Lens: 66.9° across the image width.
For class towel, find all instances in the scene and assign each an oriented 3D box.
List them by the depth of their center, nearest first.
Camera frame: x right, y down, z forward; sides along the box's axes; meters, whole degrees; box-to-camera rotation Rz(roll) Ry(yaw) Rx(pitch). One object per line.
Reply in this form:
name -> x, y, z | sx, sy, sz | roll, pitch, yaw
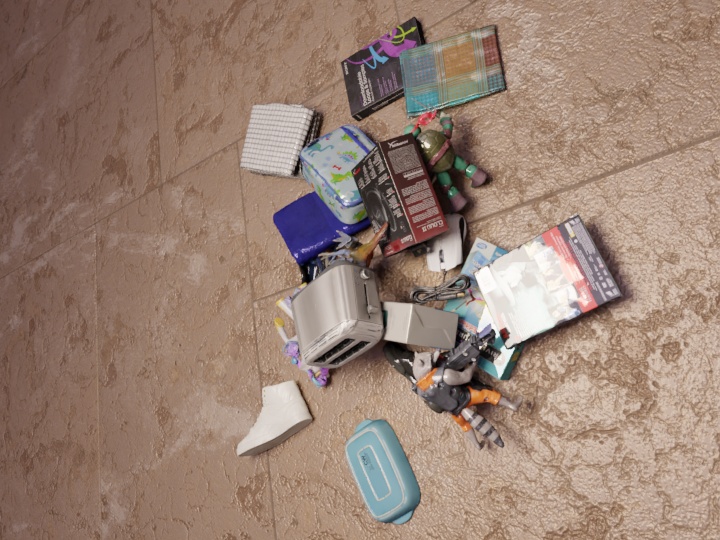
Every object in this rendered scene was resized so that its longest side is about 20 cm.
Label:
towel -> 0.176, -0.393, 1.073 | 0.196, 0.022, 0.150 | -11, 76, 19
towel -> -0.077, -0.109, 1.161 | 0.198, 0.050, 0.149 | -30, 58, -5
towel -> -0.187, -0.305, 1.295 | 0.197, 0.085, 0.169 | 13, 88, 37

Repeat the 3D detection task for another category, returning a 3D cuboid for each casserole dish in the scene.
casserole dish -> 0.035, 0.387, 1.050 | 0.121, 0.039, 0.202 | -38, 62, 22

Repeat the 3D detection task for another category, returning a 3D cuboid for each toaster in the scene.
toaster -> -0.046, 0.085, 0.958 | 0.199, 0.112, 0.131 | -36, 52, 34

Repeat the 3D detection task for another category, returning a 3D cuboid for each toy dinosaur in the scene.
toy dinosaur -> 0.000, 0.000, 1.059 | 0.196, 0.181, 0.107 | -11, 70, 25

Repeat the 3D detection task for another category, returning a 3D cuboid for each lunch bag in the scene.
lunch bag -> -0.021, -0.206, 1.129 | 0.159, 0.083, 0.201 | -30, 61, -18

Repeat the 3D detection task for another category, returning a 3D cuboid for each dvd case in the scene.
dvd case -> 0.297, 0.021, 0.889 | 0.198, 0.022, 0.148 | -31, 68, 23

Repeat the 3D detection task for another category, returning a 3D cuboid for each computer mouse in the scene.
computer mouse -> 0.149, -0.034, 0.994 | 0.108, 0.044, 0.203 | -13, 49, 29

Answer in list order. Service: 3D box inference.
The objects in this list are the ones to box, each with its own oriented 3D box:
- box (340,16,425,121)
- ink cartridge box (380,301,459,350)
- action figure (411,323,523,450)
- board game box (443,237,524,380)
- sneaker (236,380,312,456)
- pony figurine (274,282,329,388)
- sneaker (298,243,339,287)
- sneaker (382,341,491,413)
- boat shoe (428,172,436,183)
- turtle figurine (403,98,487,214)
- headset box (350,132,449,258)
box -> 0.053, -0.433, 1.180 | 0.197, 0.036, 0.146 | -22, 70, 30
ink cartridge box -> 0.069, 0.096, 0.994 | 0.198, 0.114, 0.069 | 0, 79, 56
action figure -> 0.172, 0.189, 0.892 | 0.192, 0.105, 0.201 | 34, 123, -2
board game box -> 0.233, 0.066, 0.965 | 0.150, 0.047, 0.203 | 28, 98, 34
sneaker -> -0.203, 0.322, 1.207 | 0.198, 0.073, 0.117 | -33, 63, 14
pony figurine -> -0.093, 0.134, 1.118 | 0.202, 0.165, 0.193 | 58, 141, 7
sneaker -> -0.095, -0.033, 1.186 | 0.074, 0.078, 0.205 | -9, 77, 31
sneaker -> 0.136, 0.179, 1.006 | 0.200, 0.060, 0.105 | 48, 110, 24
boat shoe -> 0.108, -0.161, 1.080 | 0.073, 0.060, 0.203 | 30, 99, 34
turtle figurine -> 0.134, -0.209, 0.999 | 0.200, 0.101, 0.150 | 43, 103, -9
headset box -> 0.070, -0.121, 0.986 | 0.204, 0.076, 0.149 | 68, 158, 1
